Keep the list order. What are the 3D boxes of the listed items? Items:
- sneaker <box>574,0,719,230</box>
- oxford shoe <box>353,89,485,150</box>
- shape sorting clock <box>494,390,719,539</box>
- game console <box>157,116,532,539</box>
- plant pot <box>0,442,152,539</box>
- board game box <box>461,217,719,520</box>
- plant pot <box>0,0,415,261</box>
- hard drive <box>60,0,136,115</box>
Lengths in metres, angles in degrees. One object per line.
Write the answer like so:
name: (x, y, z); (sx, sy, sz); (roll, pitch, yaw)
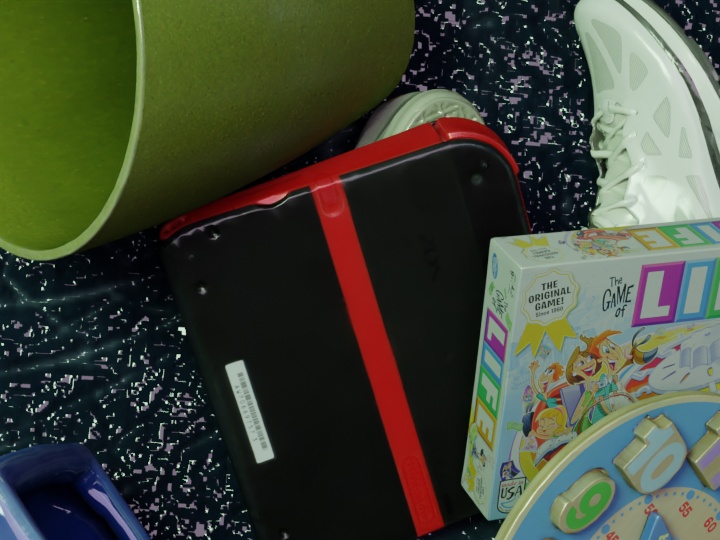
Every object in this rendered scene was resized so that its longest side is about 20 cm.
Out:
sneaker: (0.136, -0.041, 0.873); (0.115, 0.076, 0.201); (-28, 90, -12)
oxford shoe: (0.000, 0.000, 0.863); (0.075, 0.058, 0.201); (24, 95, -26)
shape sorting clock: (0.138, 0.153, 0.821); (0.199, 0.039, 0.201); (-12, 112, -30)
game console: (0.012, 0.040, 0.836); (0.176, 0.031, 0.201); (-19, 110, -6)
plant pot: (-0.146, 0.202, 0.699); (0.179, 0.200, 0.201); (-35, 88, -3)
board game box: (0.151, 0.043, 0.831); (0.199, 0.034, 0.135); (-6, 117, -20)
plant pot: (-0.076, -0.111, 0.799); (0.199, 0.187, 0.188); (-11, 83, -42)
hard drive: (-0.166, -0.151, 0.872); (0.131, 0.026, 0.201); (30, 81, -3)
